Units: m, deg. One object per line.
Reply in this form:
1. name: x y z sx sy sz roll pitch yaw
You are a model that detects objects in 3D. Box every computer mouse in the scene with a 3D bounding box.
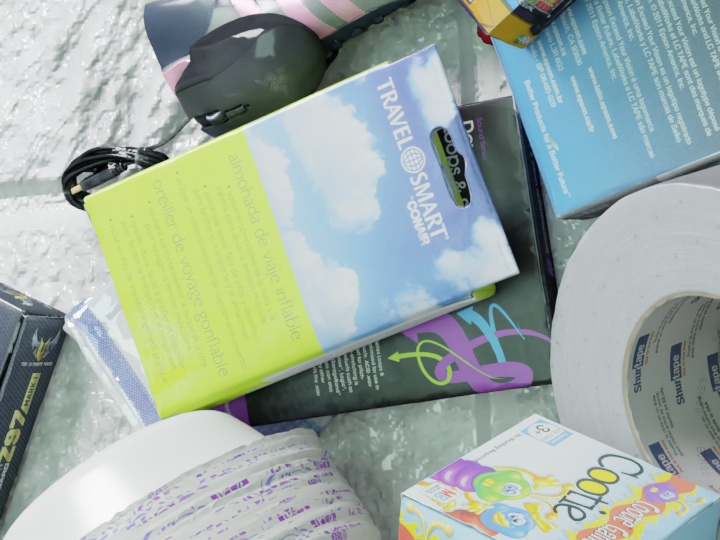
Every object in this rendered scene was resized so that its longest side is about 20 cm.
1. computer mouse: -0.094 -0.074 0.954 0.200 0.059 0.034 -32 32 38

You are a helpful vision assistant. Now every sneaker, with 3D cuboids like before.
1. sneaker: -0.020 -0.133 0.946 0.199 0.070 0.083 -5 104 26

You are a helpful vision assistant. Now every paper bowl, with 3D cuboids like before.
1. paper bowl: -0.097 0.146 0.884 0.200 0.200 0.105 -40 73 17

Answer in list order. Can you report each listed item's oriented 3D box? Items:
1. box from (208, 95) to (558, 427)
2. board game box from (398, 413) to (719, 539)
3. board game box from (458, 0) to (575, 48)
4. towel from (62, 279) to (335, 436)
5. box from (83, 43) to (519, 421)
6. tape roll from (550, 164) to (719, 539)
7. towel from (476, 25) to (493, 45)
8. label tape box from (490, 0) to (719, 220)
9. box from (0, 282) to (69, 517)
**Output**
1. box: 0.000 0.000 0.918 0.199 0.036 0.144 -9 88 20
2. board game box: 0.080 0.186 0.810 0.103 0.105 0.201 23 120 35
3. board game box: 0.067 -0.230 0.814 0.165 0.057 0.200 -42 74 18
4. towel: -0.057 0.023 0.970 0.200 0.024 0.147 -40 74 17
5. box: -0.027 -0.017 0.883 0.199 0.048 0.123 -22 84 18
6. tape roll: 0.175 0.053 0.790 0.200 0.066 0.201 25 123 47
7. towel: 0.161 -0.160 0.882 0.199 0.022 0.145 17 95 24
8. label tape box: 0.164 -0.124 0.836 0.199 0.066 0.144 -22 82 20
9. box: -0.281 0.062 1.052 0.199 0.051 0.159 24 96 23
